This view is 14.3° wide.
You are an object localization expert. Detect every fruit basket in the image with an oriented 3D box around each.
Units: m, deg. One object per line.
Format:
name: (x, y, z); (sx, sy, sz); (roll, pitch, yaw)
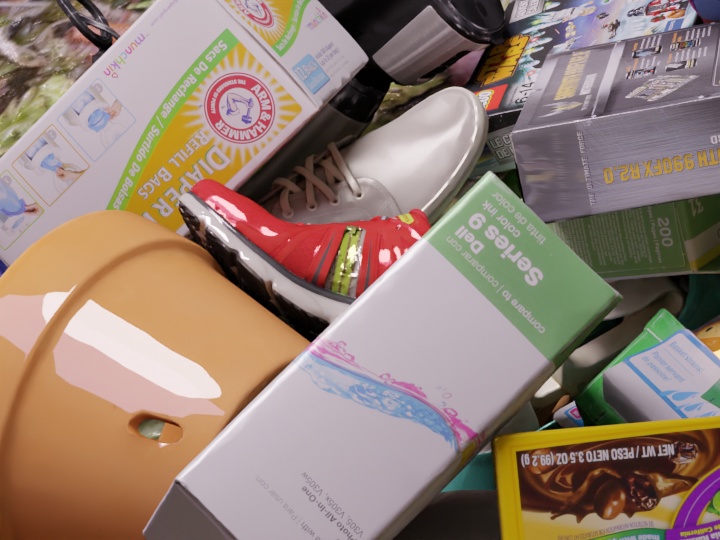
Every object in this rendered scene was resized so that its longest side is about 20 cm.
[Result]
fruit basket: (0.205, 0.052, 1.305); (0.200, 0.094, 0.185); (-33, 32, -5)

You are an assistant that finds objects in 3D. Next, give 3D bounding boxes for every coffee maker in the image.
coffee maker: (-0.047, -0.148, 1.640); (0.200, 0.192, 0.135); (-41, 19, 21)

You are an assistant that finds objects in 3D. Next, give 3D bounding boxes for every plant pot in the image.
plant pot: (-0.096, 0.084, 1.431); (0.140, 0.200, 0.200); (19, 55, 31)

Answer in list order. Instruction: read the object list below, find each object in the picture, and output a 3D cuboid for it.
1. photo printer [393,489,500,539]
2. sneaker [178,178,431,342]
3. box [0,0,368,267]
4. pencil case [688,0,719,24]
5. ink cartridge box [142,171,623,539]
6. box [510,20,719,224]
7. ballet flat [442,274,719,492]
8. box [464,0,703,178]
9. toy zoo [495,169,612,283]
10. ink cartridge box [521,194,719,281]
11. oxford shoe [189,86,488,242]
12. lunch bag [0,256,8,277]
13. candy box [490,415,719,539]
photo printer: (0.044, 0.183, 1.277); (0.166, 0.070, 0.200); (13, 52, 48)
sneaker: (0.000, 0.000, 1.484); (0.200, 0.077, 0.085); (29, 76, 8)
box: (-0.107, -0.075, 1.562); (0.200, 0.101, 0.113); (-42, 3, 22)
pencil case: (0.207, -0.163, 1.499); (0.088, 0.200, 0.089); (-19, 47, 21)
ink cartridge box: (0.006, 0.067, 1.264); (0.200, 0.087, 0.145); (-46, -4, -16)
box: (0.162, -0.079, 1.390); (0.158, 0.048, 0.200); (-11, 13, 11)
ballet flat: (0.095, 0.055, 1.412); (0.200, 0.070, 0.067); (-34, 33, -5)
box: (0.140, -0.130, 1.633); (0.137, 0.040, 0.200); (-12, 28, 25)
toy zoo: (0.146, -0.037, 1.544); (0.200, 0.020, 0.131); (3, 45, 41)
ink cartridge box: (0.191, -0.036, 1.396); (0.200, 0.048, 0.145); (-5, 15, 36)
oxford shoe: (-0.017, -0.035, 1.552); (0.200, 0.058, 0.075); (-36, 41, 3)
lunch bag: (-0.270, 0.042, 1.649); (0.170, 0.128, 0.200); (-34, -11, -6)
candy box: (0.159, 0.112, 1.207); (0.199, 0.103, 0.026); (-5, -8, 0)
